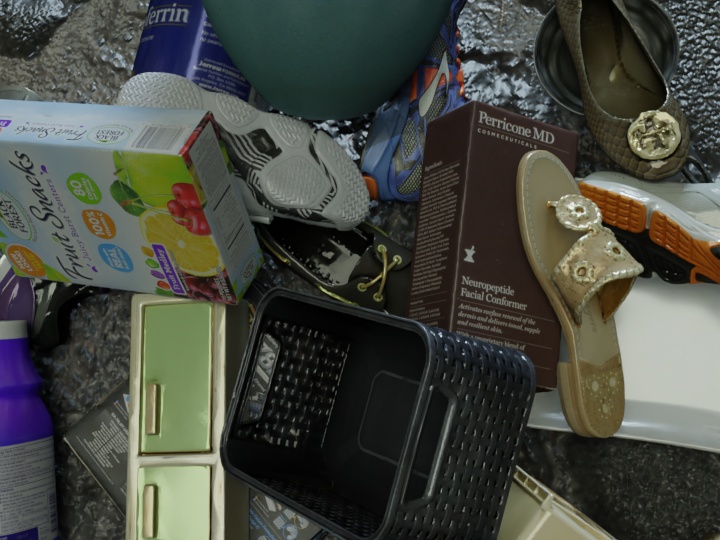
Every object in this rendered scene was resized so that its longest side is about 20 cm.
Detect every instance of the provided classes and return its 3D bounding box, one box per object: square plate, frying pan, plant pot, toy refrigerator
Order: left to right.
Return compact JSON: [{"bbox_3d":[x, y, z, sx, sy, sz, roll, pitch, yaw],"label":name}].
[{"bbox_3d":[-0.128,0.118,0.798,0.076,0.070,0.201,-3,78,10],"label":"toy refrigerator"},{"bbox_3d":[-0.026,-0.190,0.784,0.199,0.200,0.135,11,123,12],"label":"plant pot"},{"bbox_3d":[0.227,-0.153,0.855,0.190,0.031,0.115,36,85,15],"label":"frying pan"},{"bbox_3d":[0.229,0.034,0.821,0.199,0.028,0.199,7,80,11],"label":"square plate"}]

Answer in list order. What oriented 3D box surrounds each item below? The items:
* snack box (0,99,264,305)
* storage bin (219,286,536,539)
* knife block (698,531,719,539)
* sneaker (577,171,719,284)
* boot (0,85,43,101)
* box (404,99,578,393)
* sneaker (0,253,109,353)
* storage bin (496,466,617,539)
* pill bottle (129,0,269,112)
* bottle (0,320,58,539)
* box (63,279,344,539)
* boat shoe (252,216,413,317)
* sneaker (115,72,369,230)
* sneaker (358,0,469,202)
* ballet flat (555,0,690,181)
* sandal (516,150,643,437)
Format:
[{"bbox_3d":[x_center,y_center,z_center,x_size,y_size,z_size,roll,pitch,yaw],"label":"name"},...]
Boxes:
[{"bbox_3d":[-0.183,-0.050,0.770,0.199,0.142,0.053,7,47,21],"label":"snack box"},{"bbox_3d":[0.005,0.096,0.708,0.200,0.094,0.136,12,86,55],"label":"storage bin"},{"bbox_3d":[0.171,0.276,0.764,0.175,0.064,0.201,7,80,11],"label":"knife block"},{"bbox_3d":[0.259,-0.036,0.788,0.200,0.076,0.092,23,55,23],"label":"sneaker"},{"bbox_3d":[-0.344,-0.045,0.910,0.182,0.072,0.201,-19,56,43],"label":"boot"},{"bbox_3d":[0.097,-0.014,0.800,0.100,0.075,0.201,12,76,-25],"label":"box"},{"bbox_3d":[-0.233,-0.024,0.901,0.087,0.076,0.200,33,94,6],"label":"sneaker"},{"bbox_3d":[0.082,0.238,0.723,0.094,0.199,0.200,37,87,-2],"label":"storage bin"},{"bbox_3d":[-0.118,-0.205,0.886,0.115,0.116,0.201,10,80,12],"label":"pill bottle"},{"bbox_3d":[-0.284,0.140,0.849,0.065,0.083,0.201,-4,89,24],"label":"bottle"},{"bbox_3d":[-0.099,0.138,0.848,0.198,0.050,0.200,-43,75,-1],"label":"box"},{"bbox_3d":[0.000,0.000,0.851,0.201,0.061,0.072,28,85,14],"label":"boat shoe"},{"bbox_3d":[-0.097,-0.070,0.818,0.200,0.115,0.075,23,57,-12],"label":"sneaker"},{"bbox_3d":[0.059,-0.145,0.873,0.078,0.075,0.201,17,89,2],"label":"sneaker"},{"bbox_3d":[0.193,-0.156,0.807,0.067,0.046,0.200,-14,61,2],"label":"ballet flat"},{"bbox_3d":[0.172,0.014,0.757,0.070,0.077,0.212,-7,95,50],"label":"sandal"}]
